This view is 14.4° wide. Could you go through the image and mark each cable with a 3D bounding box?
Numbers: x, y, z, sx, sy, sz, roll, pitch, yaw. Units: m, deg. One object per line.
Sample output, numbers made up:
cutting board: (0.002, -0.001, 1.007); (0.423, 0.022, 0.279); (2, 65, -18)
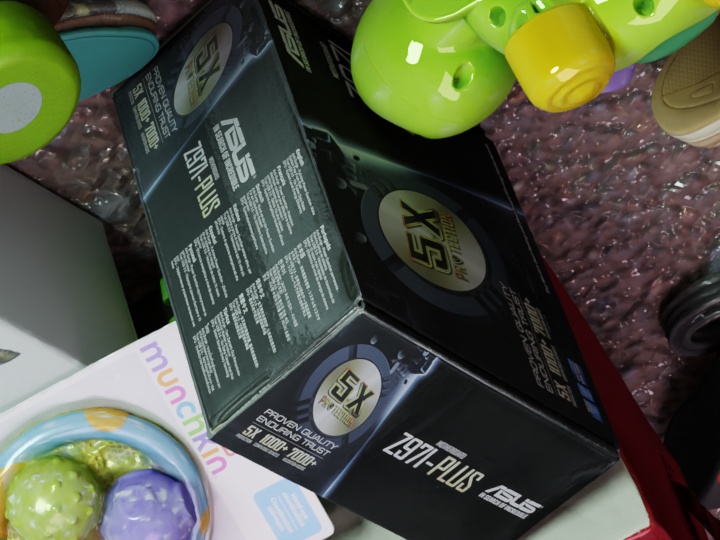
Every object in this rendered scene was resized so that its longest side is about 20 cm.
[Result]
cable: (0.232, -0.023, 1.360); (0.097, 0.050, 0.200); (11, 143, -44)

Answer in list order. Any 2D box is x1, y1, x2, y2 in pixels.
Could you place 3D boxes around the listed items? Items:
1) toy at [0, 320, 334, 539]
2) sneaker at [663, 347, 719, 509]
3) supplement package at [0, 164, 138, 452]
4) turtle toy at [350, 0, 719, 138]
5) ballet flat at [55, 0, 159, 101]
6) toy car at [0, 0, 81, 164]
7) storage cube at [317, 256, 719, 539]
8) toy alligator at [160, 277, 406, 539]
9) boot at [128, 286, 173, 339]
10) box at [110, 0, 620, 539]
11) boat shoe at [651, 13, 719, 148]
toy: (-0.122, 0.114, 1.147); (0.200, 0.047, 0.115); (-27, 111, 5)
sneaker: (0.230, 0.053, 1.379); (0.108, 0.067, 0.201); (-8, 154, -22)
supplement package: (-0.200, 0.012, 1.166); (0.117, 0.117, 0.200); (-41, 134, 19)
turtle toy: (0.078, -0.125, 1.125); (0.200, 0.146, 0.101); (-31, 158, 14)
ballet flat: (-0.159, -0.085, 1.098); (0.200, 0.071, 0.069); (-30, 166, -47)
toy car: (-0.087, -0.157, 1.015); (0.200, 0.164, 0.158); (-17, 139, -21)
storage cube: (0.059, 0.136, 1.276); (0.200, 0.171, 0.180); (-27, 137, 8)
toy alligator: (-0.037, 0.049, 1.209); (0.054, 0.200, 0.059); (-39, 158, 18)
boot: (-0.098, 0.102, 1.237); (0.138, 0.200, 0.077); (-31, 151, 8)
box: (0.000, 0.000, 1.165); (0.086, 0.200, 0.164); (-40, 133, 21)
boat shoe: (0.219, -0.110, 1.225); (0.200, 0.074, 0.069); (-36, 129, 16)
